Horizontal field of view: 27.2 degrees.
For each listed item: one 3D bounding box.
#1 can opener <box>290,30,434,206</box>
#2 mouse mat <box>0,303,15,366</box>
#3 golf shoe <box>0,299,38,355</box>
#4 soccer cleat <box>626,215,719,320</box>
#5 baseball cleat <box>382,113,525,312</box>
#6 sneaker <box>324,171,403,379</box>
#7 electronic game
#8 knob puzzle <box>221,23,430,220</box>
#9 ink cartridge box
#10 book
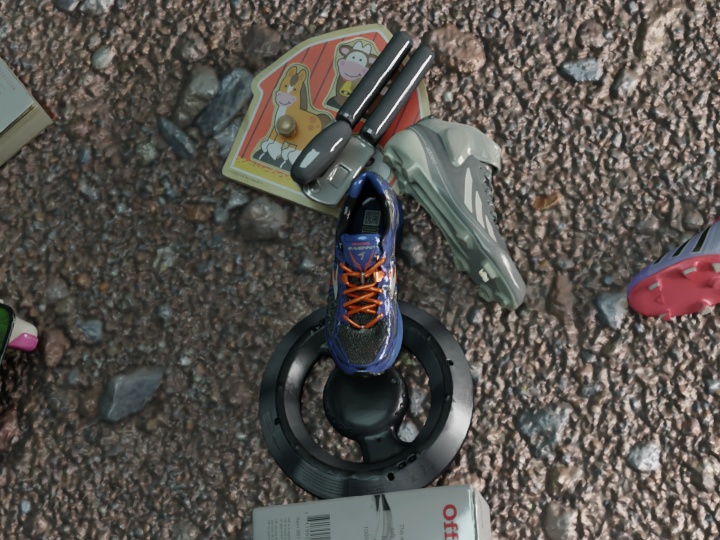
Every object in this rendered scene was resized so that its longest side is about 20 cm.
[{"bbox_3d":[0.005,-0.145,1.400,0.052,0.067,0.201,34,66,2],"label":"can opener"},{"bbox_3d":[-0.422,0.089,1.383,0.198,0.008,0.163,14,81,22],"label":"mouse mat"},{"bbox_3d":[-0.391,0.017,1.431,0.198,0.075,0.093,21,83,14],"label":"golf shoe"},{"bbox_3d":[0.328,-0.021,1.343,0.198,0.067,0.077,-26,39,6],"label":"soccer cleat"},{"bbox_3d":[0.109,-0.063,1.382,0.106,0.070,0.201,-33,79,-19],"label":"baseball cleat"},{"bbox_3d":[0.000,0.000,1.343,0.074,0.079,0.203,-4,65,7],"label":"sneaker"},{"bbox_3d":[0.005,0.117,1.354,0.197,0.042,0.203,-3,64,6],"label":"electronic game"},{"bbox_3d":[-0.020,-0.156,1.453,0.216,0.030,0.223,-3,72,9],"label":"knob puzzle"},{"bbox_3d":[0.014,0.271,1.269,0.197,0.084,0.147,-8,69,13],"label":"ink cartridge box"},{"bbox_3d":[-0.430,-0.137,1.511,0.200,0.048,0.134,-42,67,-3],"label":"book"}]
